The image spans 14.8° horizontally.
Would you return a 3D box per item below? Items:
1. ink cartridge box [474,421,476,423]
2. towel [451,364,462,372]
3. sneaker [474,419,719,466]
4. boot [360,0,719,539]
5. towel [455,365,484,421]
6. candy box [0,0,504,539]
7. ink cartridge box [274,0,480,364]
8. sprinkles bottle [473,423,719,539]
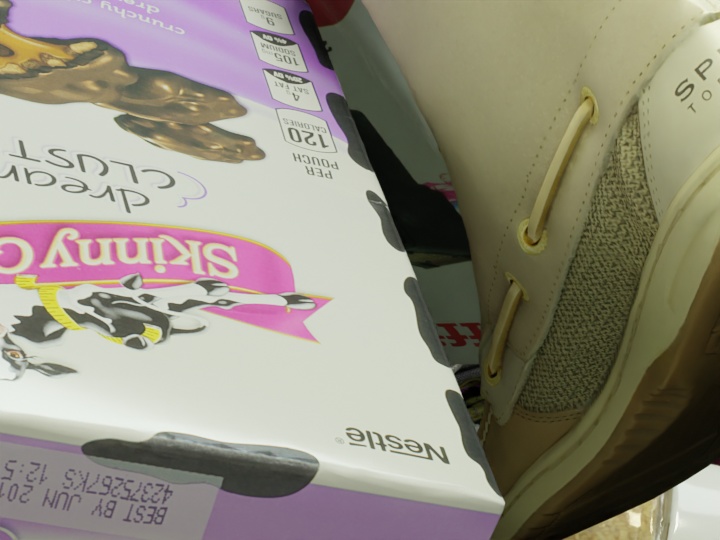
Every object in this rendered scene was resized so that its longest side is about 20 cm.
[{"bbox_3d":[0.099,0.009,1.075,0.045,0.177,0.200,26,-27,11],"label":"ink cartridge box"},{"bbox_3d":[0.000,0.000,0.955,0.199,0.032,0.191,-17,18,44],"label":"towel"},{"bbox_3d":[0.106,0.085,0.907,0.199,0.089,0.081,10,-2,30],"label":"sneaker"},{"bbox_3d":[0.039,-0.030,0.651,0.073,0.156,0.200,-25,-21,-22],"label":"boot"},{"bbox_3d":[-0.028,0.058,0.975,0.143,0.023,0.200,-24,4,-12],"label":"towel"},{"bbox_3d":[-0.078,0.002,0.575,0.167,0.072,0.200,12,30,-21],"label":"candy box"},{"bbox_3d":[-0.021,-0.060,0.767,0.145,0.083,0.200,-1,-37,37],"label":"ink cartridge box"},{"bbox_3d":[0.016,0.075,0.828,0.199,0.069,0.068,11,-2,1],"label":"sprinkles bottle"}]
